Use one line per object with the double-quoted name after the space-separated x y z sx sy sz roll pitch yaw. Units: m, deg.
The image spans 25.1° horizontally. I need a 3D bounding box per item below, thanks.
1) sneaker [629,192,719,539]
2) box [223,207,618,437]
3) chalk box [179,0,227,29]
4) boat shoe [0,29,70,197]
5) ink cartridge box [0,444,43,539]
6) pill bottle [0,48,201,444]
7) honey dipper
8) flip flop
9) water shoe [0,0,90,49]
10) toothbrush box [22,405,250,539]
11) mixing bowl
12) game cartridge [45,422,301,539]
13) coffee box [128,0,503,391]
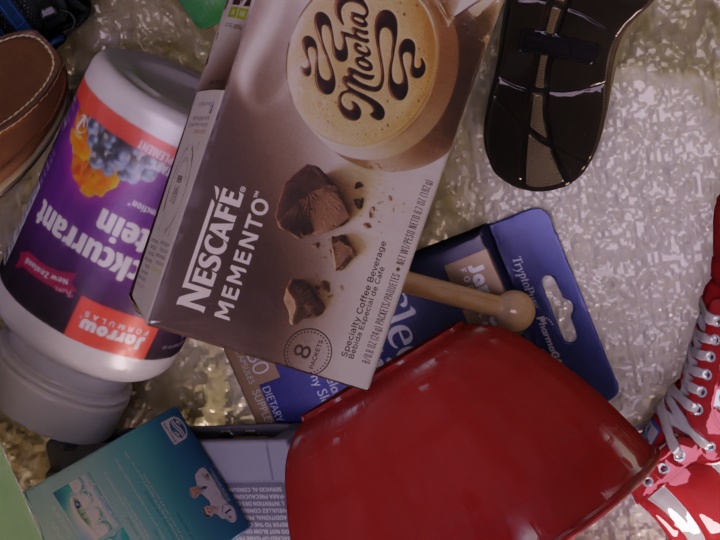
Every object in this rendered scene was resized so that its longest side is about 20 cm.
0.182 0.057 0.859 0.112 0.071 0.201 -11 102 11 "sneaker"
0.032 0.053 0.911 0.199 0.032 0.122 -22 97 15 "box"
-0.111 -0.218 0.811 0.125 0.124 0.201 -9 102 56 "chalk box"
-0.234 -0.059 0.816 0.200 0.074 0.076 -41 70 -22 "boat shoe"
-0.242 0.123 0.739 0.200 0.048 0.146 -33 79 31 "ink cartridge box"
-0.134 -0.010 0.891 0.111 0.111 0.201 28 106 5 "pill bottle"
0.000 0.000 0.843 0.199 0.038 0.038 14 106 -19 "honey dipper"
0.115 -0.136 0.844 0.081 0.058 0.201 16 120 4 "flip flop"
-0.192 -0.141 0.896 0.078 0.072 0.201 16 105 6 "water shoe"
-0.174 0.166 0.849 0.146 0.200 0.086 -34 88 30 "toothbrush box"
0.036 0.096 0.810 0.200 0.200 0.109 -32 87 16 "mixing bowl"
-0.086 0.156 0.937 0.199 0.040 0.134 -4 98 27 "game cartridge"
-0.023 -0.058 0.761 0.112 0.080 0.201 18 95 -17 "coffee box"
